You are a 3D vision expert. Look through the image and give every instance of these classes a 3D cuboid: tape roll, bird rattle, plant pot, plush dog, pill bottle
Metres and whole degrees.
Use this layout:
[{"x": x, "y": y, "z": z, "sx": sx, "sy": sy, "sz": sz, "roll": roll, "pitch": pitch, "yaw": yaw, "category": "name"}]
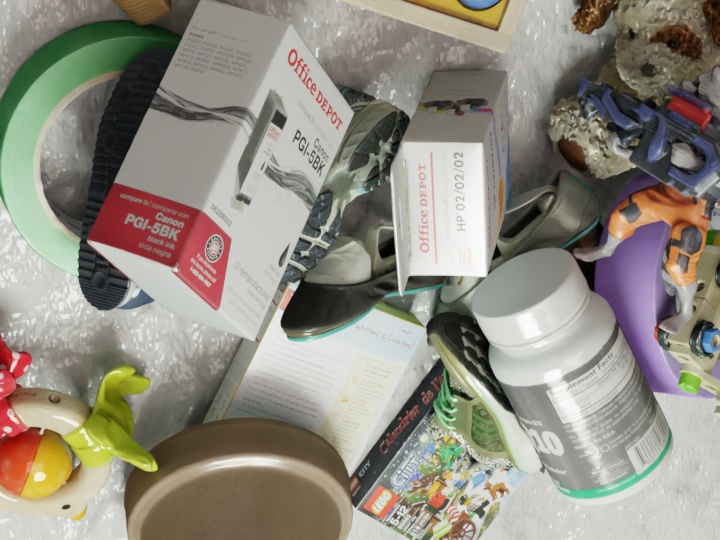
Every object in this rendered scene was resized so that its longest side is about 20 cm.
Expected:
[{"x": -0.186, "y": -0.092, "z": 1.320, "sx": 0.198, "sy": 0.048, "sz": 0.203, "roll": -9, "pitch": 115, "yaw": -19, "category": "tape roll"}, {"x": -0.265, "y": 0.138, "z": 1.366, "sx": 0.198, "sy": 0.113, "sz": 0.164, "roll": 10, "pitch": 125, "yaw": -23, "category": "bird rattle"}, {"x": 0.290, "y": 0.010, "z": 1.499, "sx": 0.199, "sy": 0.065, "sz": 0.203, "roll": -6, "pitch": 97, "yaw": -47, "category": "tape roll"}, {"x": -0.096, "y": 0.252, "z": 1.403, "sx": 0.198, "sy": 0.176, "sz": 0.201, "roll": -5, "pitch": 138, "yaw": -5, "category": "plant pot"}, {"x": 0.266, "y": -0.171, "z": 1.419, "sx": 0.161, "sy": 0.198, "sz": 0.173, "roll": -46, "pitch": 140, "yaw": -37, "category": "plush dog"}, {"x": 0.176, "y": 0.088, "z": 1.420, "sx": 0.112, "sy": 0.113, "sz": 0.201, "roll": -32, "pitch": 114, "yaw": -6, "category": "pill bottle"}]

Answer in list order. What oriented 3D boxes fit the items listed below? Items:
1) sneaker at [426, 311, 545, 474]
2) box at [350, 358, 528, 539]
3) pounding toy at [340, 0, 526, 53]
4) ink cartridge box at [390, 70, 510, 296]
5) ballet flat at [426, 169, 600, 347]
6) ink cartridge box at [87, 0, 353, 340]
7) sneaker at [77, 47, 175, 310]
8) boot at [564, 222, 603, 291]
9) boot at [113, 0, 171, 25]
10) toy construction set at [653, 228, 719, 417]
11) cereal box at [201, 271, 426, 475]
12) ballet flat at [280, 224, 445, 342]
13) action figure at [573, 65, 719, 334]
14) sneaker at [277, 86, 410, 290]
[{"x": 0.092, "y": 0.119, "z": 1.469, "sx": 0.088, "sy": 0.077, "sz": 0.201, "roll": -22, "pitch": 128, "yaw": 17, "category": "sneaker"}, {"x": 0.096, "y": 0.160, "z": 1.555, "sx": 0.136, "sy": 0.038, "sz": 0.201, "roll": 32, "pitch": 98, "yaw": -31, "category": "box"}, {"x": 0.060, "y": -0.289, "z": 1.277, "sx": 0.182, "sy": 0.142, "sz": 0.202, "roll": 13, "pitch": 108, "yaw": -27, "category": "pounding toy"}, {"x": 0.075, "y": -0.071, "z": 1.346, "sx": 0.067, "sy": 0.200, "sz": 0.116, "roll": 1, "pitch": 117, "yaw": 12, "category": "ink cartridge box"}, {"x": 0.118, "y": -0.014, "z": 1.462, "sx": 0.200, "sy": 0.068, "sz": 0.064, "roll": -41, "pitch": 109, "yaw": 17, "category": "ballet flat"}, {"x": -0.096, "y": -0.072, "z": 1.237, "sx": 0.202, "sy": 0.082, "sz": 0.147, "roll": -67, "pitch": 153, "yaw": -13, "category": "ink cartridge box"}, {"x": -0.158, "y": -0.069, "z": 1.288, "sx": 0.082, "sy": 0.070, "sz": 0.202, "roll": -1, "pitch": 110, "yaw": -57, "category": "sneaker"}, {"x": 0.206, "y": 0.039, "z": 1.542, "sx": 0.096, "sy": 0.075, "sz": 0.201, "roll": -24, "pitch": 124, "yaw": 12, "category": "boot"}, {"x": -0.128, "y": -0.275, "z": 1.231, "sx": 0.200, "sy": 0.071, "sz": 0.144, "roll": -28, "pitch": 132, "yaw": 9, "category": "boot"}, {"x": 0.318, "y": 0.046, "z": 1.429, "sx": 0.131, "sy": 0.091, "sz": 0.202, "roll": 38, "pitch": 55, "yaw": -42, "category": "toy construction set"}, {"x": -0.048, "y": 0.107, "z": 1.471, "sx": 0.143, "sy": 0.040, "sz": 0.201, "roll": 22, "pitch": 103, "yaw": -28, "category": "cereal box"}, {"x": 0.000, "y": 0.000, "z": 1.402, "sx": 0.199, "sy": 0.067, "sz": 0.069, "roll": -23, "pitch": 112, "yaw": -50, "category": "ballet flat"}, {"x": 0.245, "y": -0.078, "z": 1.350, "sx": 0.104, "sy": 0.200, "sz": 0.195, "roll": 10, "pitch": 117, "yaw": -32, "category": "action figure"}, {"x": -0.050, "y": -0.066, "z": 1.359, "sx": 0.200, "sy": 0.086, "sz": 0.078, "roll": -45, "pitch": 144, "yaw": -13, "category": "sneaker"}]
